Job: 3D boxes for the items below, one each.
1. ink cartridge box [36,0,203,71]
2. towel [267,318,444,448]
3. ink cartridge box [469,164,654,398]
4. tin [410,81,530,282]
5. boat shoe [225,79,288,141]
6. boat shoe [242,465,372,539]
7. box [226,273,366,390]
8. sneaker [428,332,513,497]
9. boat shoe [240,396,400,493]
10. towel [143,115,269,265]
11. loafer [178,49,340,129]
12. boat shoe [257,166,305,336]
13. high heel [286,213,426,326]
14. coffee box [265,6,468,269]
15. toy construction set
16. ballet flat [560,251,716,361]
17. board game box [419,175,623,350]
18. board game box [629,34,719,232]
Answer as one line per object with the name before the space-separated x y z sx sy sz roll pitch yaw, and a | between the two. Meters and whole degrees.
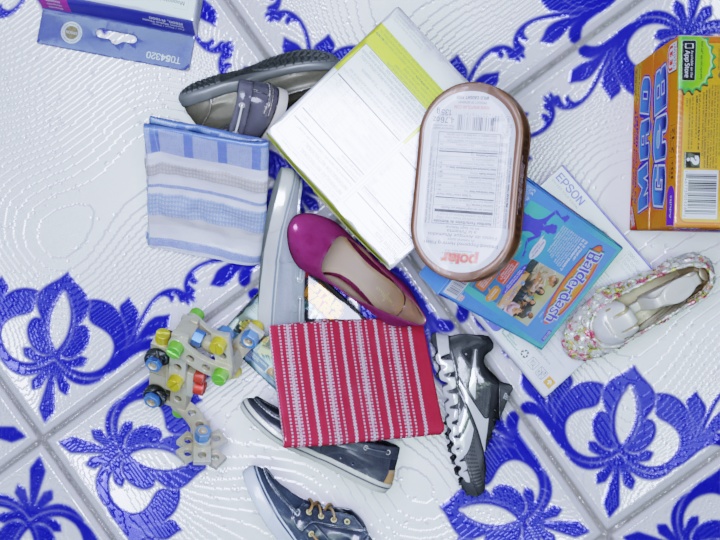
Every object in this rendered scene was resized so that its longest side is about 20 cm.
ink cartridge box | -0.284 -0.358 1.300 0.195 0.043 0.202 10 90 1
towel | -0.004 0.126 1.237 0.199 0.022 0.146 -1 68 -22
ink cartridge box | 0.229 0.013 1.293 0.200 0.043 0.198 -41 91 2
tin | 0.108 -0.088 1.086 0.111 0.042 0.202 5 92 22
boat shoe | -0.156 -0.144 1.248 0.062 0.073 0.200 19 132 -27
boat shoe | -0.054 0.299 1.295 0.091 0.071 0.201 -35 97 0
box | -0.052 0.095 1.303 0.200 0.040 0.137 42 91 0
sneaker | 0.141 0.167 1.287 0.090 0.066 0.202 -10 89 4
boat shoe | -0.044 0.188 1.251 0.199 0.075 0.063 26 92 -3
towel | -0.179 -0.085 1.245 0.146 0.201 0.024 11 48 0
loafer | -0.114 -0.211 1.291 0.199 0.075 0.070 -13 114 10
boat shoe | -0.077 -0.019 1.239 0.071 0.070 0.202 5 110 -8
high heel | 0.000 0.000 1.198 0.096 0.200 0.068 24 82 41
coffee box | 0.034 -0.140 1.217 0.198 0.200 0.200 -43 91 1
toy construction set | -0.189 0.131 1.266 0.130 0.092 0.201 17 116 6
ballet flat | 0.320 0.039 1.243 0.199 0.064 0.076 -33 94 2
board game box | 0.179 -0.011 1.180 0.199 0.045 0.152 28 104 -42
board game box | 0.424 -0.143 1.209 0.198 0.200 0.202 1 91 1
